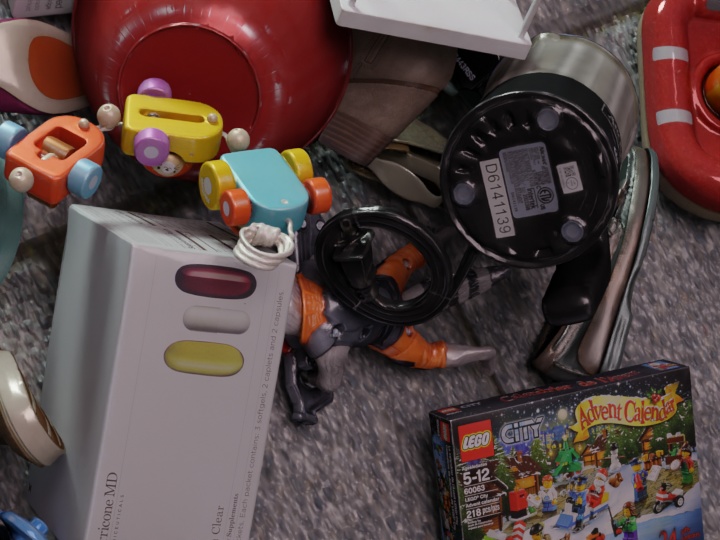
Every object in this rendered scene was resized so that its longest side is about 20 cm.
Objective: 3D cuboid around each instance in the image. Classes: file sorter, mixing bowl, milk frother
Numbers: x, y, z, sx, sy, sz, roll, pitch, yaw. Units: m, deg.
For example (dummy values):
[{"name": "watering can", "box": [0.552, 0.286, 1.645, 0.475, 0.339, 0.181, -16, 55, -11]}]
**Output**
[{"name": "file sorter", "box": [0.050, -0.262, 1.345, 0.138, 0.125, 0.201, 7, 43, -20]}, {"name": "mixing bowl", "box": [-0.108, -0.136, 1.335, 0.199, 0.201, 0.109, 31, 25, -9]}, {"name": "milk frother", "box": [0.083, -0.060, 1.369, 0.198, 0.188, 0.182, 7, 108, 10]}]

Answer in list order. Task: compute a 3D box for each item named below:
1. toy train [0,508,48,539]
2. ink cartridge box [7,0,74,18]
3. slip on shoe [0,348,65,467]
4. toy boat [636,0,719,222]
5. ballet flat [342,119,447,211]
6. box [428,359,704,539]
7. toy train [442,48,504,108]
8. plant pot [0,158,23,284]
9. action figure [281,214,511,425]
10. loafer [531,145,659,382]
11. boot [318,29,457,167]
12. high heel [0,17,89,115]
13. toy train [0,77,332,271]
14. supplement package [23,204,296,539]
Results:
[{"name": "toy train", "box": [-0.271, 0.156, 1.259, 0.200, 0.114, 0.087, 44, 69, -3]}, {"name": "ink cartridge box", "box": [-0.151, -0.261, 1.403, 0.198, 0.145, 0.084, -10, 61, -22]}, {"name": "slip on shoe", "box": [-0.238, 0.083, 1.255, 0.060, 0.200, 0.076, -31, 116, -12]}, {"name": "toy boat", "box": [0.295, -0.141, 1.549, 0.129, 0.131, 0.202, 4, 73, -19]}, {"name": "ballet flat", "box": [0.074, -0.058, 1.476, 0.199, 0.068, 0.063, 22, 39, -5]}, {"name": "box", "box": [0.151, 0.151, 1.434, 0.198, 0.038, 0.138, -11, 101, -23]}, {"name": "toy train", "box": [0.055, -0.207, 1.495, 0.085, 0.114, 0.200, -40, 83, 15]}, {"name": "plant pot", "box": [-0.303, -0.040, 1.279, 0.134, 0.199, 0.202, 14, 67, -45]}, {"name": "action figure", "box": [0.000, 0.000, 1.413, 0.192, 0.104, 0.202, -6, 82, -34]}, {"name": "loafer", "box": [0.178, -0.008, 1.502, 0.062, 0.072, 0.202, 16, 71, -9]}, {"name": "boot", "box": [-0.027, -0.174, 1.429, 0.199, 0.070, 0.147, 28, 95, 7]}, {"name": "high heel", "box": [-0.276, -0.139, 1.391, 0.199, 0.096, 0.068, 8, 78, -41]}, {"name": "toy train", "box": [-0.120, -0.048, 1.229, 0.199, 0.056, 0.150, 24, 39, 12]}, {"name": "supplement package", "box": [-0.132, 0.073, 1.270, 0.110, 0.156, 0.202, 7, 98, -23]}]
